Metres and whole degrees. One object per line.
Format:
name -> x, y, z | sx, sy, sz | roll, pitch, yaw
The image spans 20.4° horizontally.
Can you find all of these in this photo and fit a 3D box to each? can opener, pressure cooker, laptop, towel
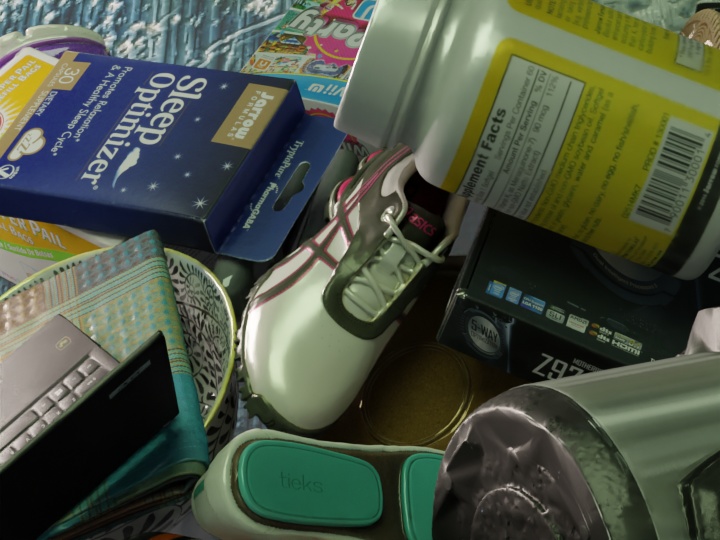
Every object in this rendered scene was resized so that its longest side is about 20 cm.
can opener -> -0.039, -0.020, 1.192 | 0.052, 0.067, 0.200 | -1, 29, 14
pressure cooker -> 0.152, 0.122, 0.909 | 0.198, 0.177, 0.179 | -7, 42, -28
laptop -> -0.185, 0.082, 0.947 | 0.177, 0.104, 0.200 | -40, 39, -15
towel -> -0.155, 0.070, 1.044 | 0.146, 0.022, 0.201 | -25, 38, 5

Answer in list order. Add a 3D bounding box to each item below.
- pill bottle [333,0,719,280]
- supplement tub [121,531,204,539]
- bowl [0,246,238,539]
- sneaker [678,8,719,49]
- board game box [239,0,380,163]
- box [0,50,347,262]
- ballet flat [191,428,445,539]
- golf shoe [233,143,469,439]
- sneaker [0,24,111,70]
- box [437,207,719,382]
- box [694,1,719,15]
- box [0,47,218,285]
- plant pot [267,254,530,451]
pill bottle -> 0.095, -0.081, 0.999 | 0.198, 0.115, 0.115 | 21, 50, -1
supplement tub -> -0.062, 0.195, 0.963 | 0.198, 0.123, 0.123 | 7, 49, 24
bowl -> -0.140, 0.092, 1.105 | 0.199, 0.094, 0.202 | -16, 44, 16
sneaker -> 0.242, -0.086, 1.116 | 0.112, 0.072, 0.200 | 18, 16, -15
board game box -> 0.031, -0.153, 1.322 | 0.147, 0.065, 0.201 | 15, 54, 30
box -> -0.116, -0.070, 1.164 | 0.198, 0.033, 0.122 | 10, 50, 25
ballet flat -> 0.004, 0.120, 0.985 | 0.069, 0.199, 0.070 | -30, 52, 49
golf shoe -> 0.000, 0.000, 1.057 | 0.088, 0.077, 0.201 | -33, 24, 55
sneaker -> -0.250, -0.091, 1.363 | 0.199, 0.081, 0.084 | -34, 61, -5
box -> 0.157, 0.007, 1.062 | 0.199, 0.044, 0.161 | 24, 50, 2
box -> 0.290, -0.096, 1.192 | 0.198, 0.044, 0.161 | 0, 47, 19
box -> -0.167, -0.045, 1.252 | 0.199, 0.102, 0.112 | 25, 58, 36
plant pot -> 0.034, 0.072, 1.089 | 0.198, 0.028, 0.201 | -13, 53, 19
